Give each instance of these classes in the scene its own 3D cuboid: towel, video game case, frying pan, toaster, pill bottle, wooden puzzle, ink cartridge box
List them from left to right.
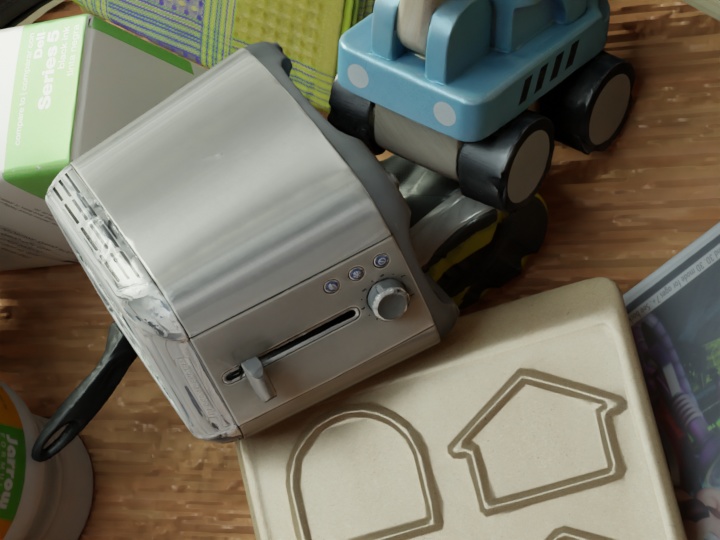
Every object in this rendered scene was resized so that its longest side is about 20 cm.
[{"bbox_3d":[-0.230,0.098,1.480,0.111,0.200,0.111,-11,71,35],"label":"pill bottle"},{"bbox_3d":[-0.169,-0.060,1.512,0.200,0.145,0.084,-5,72,37],"label":"ink cartridge box"},{"bbox_3d":[-0.087,0.018,1.464,0.190,0.115,0.031,-64,38,31],"label":"frying pan"},{"bbox_3d":[-0.073,-0.169,1.468,0.200,0.023,0.144,22,122,26],"label":"towel"},{"bbox_3d":[-0.055,-0.015,1.318,0.129,0.114,0.200,-31,39,-7],"label":"toaster"},{"bbox_3d":[0.049,0.119,1.294,0.185,0.046,0.200,-16,69,10],"label":"wooden puzzle"},{"bbox_3d":[0.172,0.070,1.286,0.200,0.023,0.182,-39,57,24],"label":"video game case"}]

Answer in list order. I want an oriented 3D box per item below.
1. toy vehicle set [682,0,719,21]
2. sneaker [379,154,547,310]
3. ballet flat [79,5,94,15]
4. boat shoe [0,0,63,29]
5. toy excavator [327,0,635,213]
[{"bbox_3d":[0.139,-0.196,1.329,0.200,0.027,0.124,32,74,27],"label":"toy vehicle set"},{"bbox_3d":[0.000,0.000,1.419,0.200,0.074,0.085,-33,52,17],"label":"sneaker"},{"bbox_3d":[-0.072,-0.195,1.528,0.200,0.069,0.063,-51,61,16],"label":"ballet flat"},{"bbox_3d":[-0.185,-0.184,1.617,0.201,0.063,0.074,-37,55,23],"label":"boat shoe"},{"bbox_3d":[0.038,-0.125,1.293,0.100,0.194,0.200,25,132,29],"label":"toy excavator"}]
